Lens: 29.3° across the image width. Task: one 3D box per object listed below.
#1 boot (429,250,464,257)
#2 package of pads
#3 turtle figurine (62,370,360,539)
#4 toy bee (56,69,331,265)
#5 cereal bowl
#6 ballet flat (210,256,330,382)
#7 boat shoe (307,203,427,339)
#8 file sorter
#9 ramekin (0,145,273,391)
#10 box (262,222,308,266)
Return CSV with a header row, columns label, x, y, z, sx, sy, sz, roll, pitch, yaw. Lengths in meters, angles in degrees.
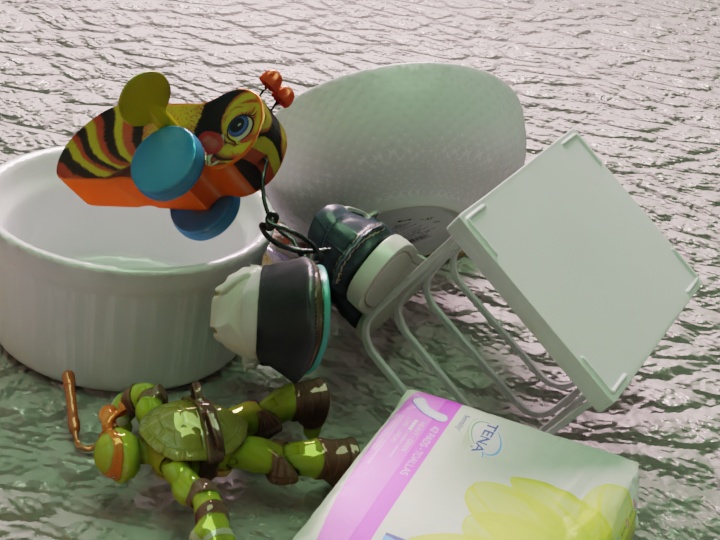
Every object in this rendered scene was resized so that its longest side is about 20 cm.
label,x,y,z,sx,sy,sz,roll,pitch,yaw
boot,-0.014,-0.067,1.149,0.199,0.067,0.174,30,33,34
package of pads,0.061,0.149,0.734,0.152,0.069,0.200,17,28,16
turtle figurine,-0.090,0.094,0.796,0.159,0.065,0.200,-3,25,-27
toy bee,-0.088,-0.073,0.860,0.198,0.131,0.110,22,71,11
cereal bowl,0.027,-0.064,0.996,0.197,0.200,0.085,-1,65,-19
ballet flat,-0.055,0.030,0.810,0.072,0.074,0.200,7,-5,-4
boat shoe,0.000,0.000,0.922,0.062,0.075,0.200,41,1,10
file sorter,0.111,0.023,0.901,0.139,0.124,0.200,49,34,4
ramekin,-0.160,-0.003,0.935,0.197,0.099,0.201,7,27,-3
box,-0.106,-0.035,1.082,0.038,0.042,0.199,-13,35,-39
